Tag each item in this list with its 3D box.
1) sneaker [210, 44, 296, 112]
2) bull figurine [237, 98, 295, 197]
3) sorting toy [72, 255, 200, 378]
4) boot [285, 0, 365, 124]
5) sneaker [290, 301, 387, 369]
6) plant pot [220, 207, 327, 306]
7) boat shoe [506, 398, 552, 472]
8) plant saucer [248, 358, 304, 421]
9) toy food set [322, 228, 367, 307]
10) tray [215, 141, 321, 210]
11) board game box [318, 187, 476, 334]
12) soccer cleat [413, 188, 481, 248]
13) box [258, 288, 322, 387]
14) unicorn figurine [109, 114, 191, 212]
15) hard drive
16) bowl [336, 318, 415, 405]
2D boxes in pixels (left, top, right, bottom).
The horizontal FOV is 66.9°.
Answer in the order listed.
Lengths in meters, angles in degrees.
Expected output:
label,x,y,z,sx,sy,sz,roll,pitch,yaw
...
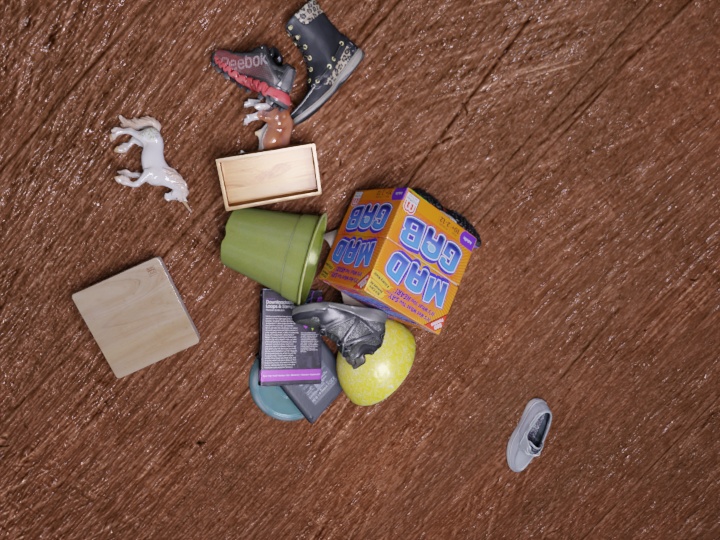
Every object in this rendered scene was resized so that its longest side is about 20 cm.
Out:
label,x,y,z,sx,sy,sz,roll,pitch,yaw
sneaker,-0.201,-0.390,1.046,0.197,0.070,0.100,32,100,19
bull figurine,-0.190,-0.248,1.113,0.117,0.065,0.207,8,102,-21
sorting toy,-0.471,0.093,1.171,0.194,0.070,0.204,-23,107,-1
boot,-0.103,-0.409,1.074,0.154,0.073,0.204,44,82,-15
sneaker,-0.045,0.127,1.076,0.192,0.076,0.118,10,70,-10
plant pot,-0.183,-0.045,1.122,0.183,0.200,0.207,16,103,0
boat shoe,0.427,0.427,1.375,0.068,0.072,0.208,14,103,-11
plant saucer,-0.166,0.266,1.280,0.192,0.027,0.208,-2,105,-7
toy food set,0.000,0.000,1.201,0.140,0.060,0.207,-20,105,-26
tray,-0.180,-0.188,1.083,0.193,0.037,0.102,-11,111,-8
board game box,0.071,-0.023,1.089,0.197,0.198,0.205,29,81,-29
soccer cleat,0.181,-0.101,1.211,0.196,0.069,0.074,31,119,-15
box,-0.152,0.145,1.191,0.138,0.036,0.208,3,86,-25
unicorn figurine,-0.420,-0.210,1.090,0.132,0.074,0.208,-8,101,-16
hard drive,-0.126,0.219,1.233,0.139,0.033,0.202,-42,103,-21
bowl,0.013,0.172,1.176,0.199,0.201,0.108,-40,119,5
